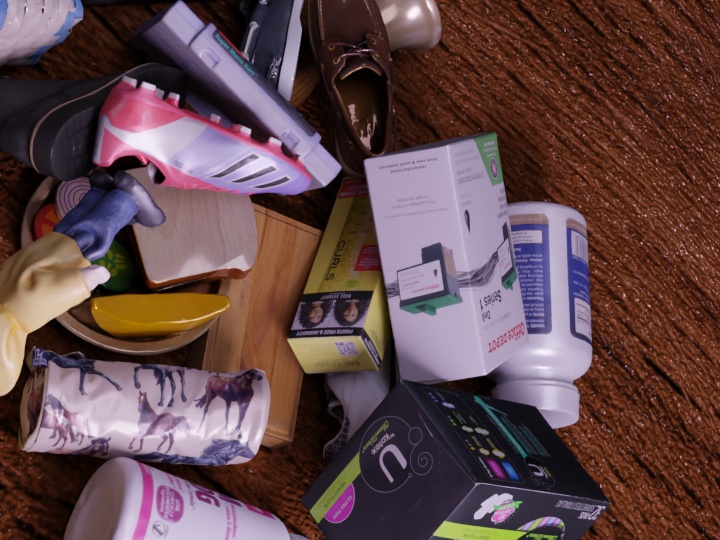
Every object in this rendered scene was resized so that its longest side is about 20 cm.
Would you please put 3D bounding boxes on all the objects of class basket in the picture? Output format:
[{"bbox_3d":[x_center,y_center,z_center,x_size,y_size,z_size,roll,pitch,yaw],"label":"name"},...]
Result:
[{"bbox_3d":[-0.332,-0.242,1.327,0.199,0.139,0.177,-8,73,-41],"label":"basket"}]

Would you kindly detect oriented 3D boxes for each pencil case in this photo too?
[{"bbox_3d":[-0.170,0.107,1.339,0.199,0.078,0.090,6,60,-20],"label":"pencil case"}]

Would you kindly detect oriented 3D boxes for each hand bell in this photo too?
[{"bbox_3d":[-0.029,-0.201,1.579,0.200,0.104,0.104,-40,98,-24],"label":"hand bell"}]

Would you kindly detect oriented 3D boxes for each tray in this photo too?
[{"bbox_3d":[-0.093,0.044,1.467,0.098,0.037,0.201,21,64,-28],"label":"tray"}]

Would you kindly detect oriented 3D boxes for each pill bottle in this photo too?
[{"bbox_3d":[0.164,0.045,1.599,0.111,0.111,0.201,12,68,-31],"label":"pill bottle"},{"bbox_3d":[-0.126,0.232,1.331,0.199,0.113,0.114,26,61,-27],"label":"pill bottle"}]

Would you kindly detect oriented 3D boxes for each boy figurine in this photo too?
[{"bbox_3d":[-0.235,0.009,1.279,0.064,0.124,0.200,51,62,-30],"label":"boy figurine"}]

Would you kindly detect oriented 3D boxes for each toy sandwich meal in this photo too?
[{"bbox_3d":[-0.178,-0.024,1.388,0.204,0.070,0.206,11,62,-22],"label":"toy sandwich meal"}]

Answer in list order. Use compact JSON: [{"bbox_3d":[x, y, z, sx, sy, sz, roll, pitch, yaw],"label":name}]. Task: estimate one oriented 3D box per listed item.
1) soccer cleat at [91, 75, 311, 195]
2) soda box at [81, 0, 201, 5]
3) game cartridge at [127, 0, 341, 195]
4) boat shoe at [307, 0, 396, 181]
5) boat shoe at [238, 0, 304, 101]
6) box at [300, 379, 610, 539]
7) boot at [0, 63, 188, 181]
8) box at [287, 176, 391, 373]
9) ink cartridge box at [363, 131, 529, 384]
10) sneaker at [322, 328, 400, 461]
[{"bbox_3d":[-0.128,-0.092,1.364,0.199,0.067,0.077,23,92,-39],"label":"soccer cleat"},{"bbox_3d":[-0.198,-0.275,1.478,0.199,0.071,0.064,-9,81,-36],"label":"soda box"},{"bbox_3d":[-0.109,-0.147,1.461,0.200,0.130,0.038,45,70,-15],"label":"game cartridge"},{"bbox_3d":[-0.001,-0.184,1.514,0.072,0.068,0.201,-10,84,-9],"label":"boat shoe"},{"bbox_3d":[-0.082,-0.239,1.540,0.060,0.076,0.201,9,45,-5],"label":"boat shoe"},{"bbox_3d":[0.081,0.194,1.411,0.200,0.149,0.124,14,30,-48],"label":"box"},{"bbox_3d":[-0.246,-0.143,1.390,0.200,0.138,0.078,-28,131,-58],"label":"boot"},{"bbox_3d":[0.000,0.000,1.495,0.050,0.075,0.201,64,33,-41],"label":"box"},{"bbox_3d":[0.079,-0.012,1.473,0.146,0.084,0.201,-24,104,-67],"label":"ink cartridge box"},{"bbox_3d":[0.006,0.081,1.503,0.080,0.077,0.201,-5,53,8],"label":"sneaker"}]
